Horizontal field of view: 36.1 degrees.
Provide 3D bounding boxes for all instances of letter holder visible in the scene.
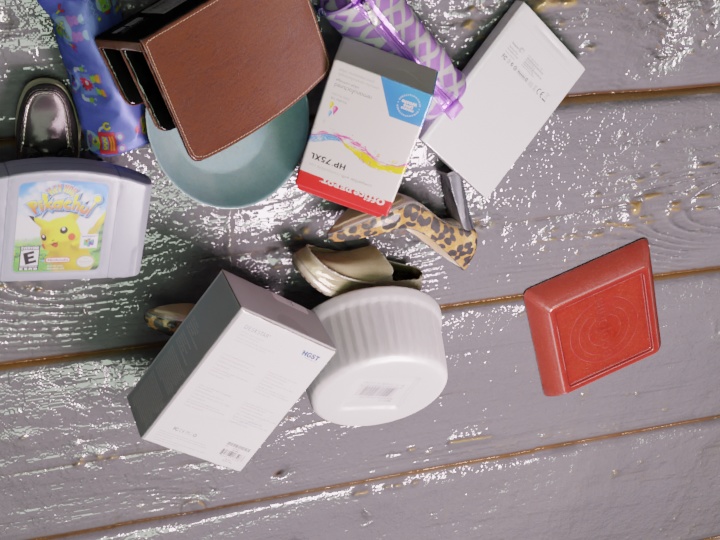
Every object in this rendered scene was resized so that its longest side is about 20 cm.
[{"bbox_3d":[-0.144,-0.219,1.133,0.199,0.100,0.144,-39,123,-27],"label":"letter holder"}]

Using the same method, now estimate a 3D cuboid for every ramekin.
[{"bbox_3d":[0.016,0.114,1.392,0.197,0.099,0.202,-10,147,-6],"label":"ramekin"}]

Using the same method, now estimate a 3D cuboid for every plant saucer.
[{"bbox_3d":[0.343,0.079,1.581,0.197,0.037,0.202,-22,124,-7],"label":"plant saucer"},{"bbox_3d":[-0.150,-0.171,1.222,0.198,0.038,0.205,-5,100,-32],"label":"plant saucer"}]

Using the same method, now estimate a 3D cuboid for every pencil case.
[{"bbox_3d":[0.040,-0.256,1.243,0.084,0.085,0.200,-50,125,-2],"label":"pencil case"},{"bbox_3d":[-0.275,-0.217,1.152,0.078,0.086,0.202,-50,139,-43],"label":"pencil case"}]

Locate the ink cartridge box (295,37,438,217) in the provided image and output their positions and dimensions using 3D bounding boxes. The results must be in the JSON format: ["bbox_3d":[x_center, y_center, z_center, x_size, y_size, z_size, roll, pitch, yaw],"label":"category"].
[{"bbox_3d":[0.000,-0.142,1.233,0.114,0.068,0.202,18,124,-3],"label":"ink cartridge box"}]

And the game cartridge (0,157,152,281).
[{"bbox_3d":[-0.323,-0.054,1.176,0.197,0.040,0.135,-3,119,-29],"label":"game cartridge"}]

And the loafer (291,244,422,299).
[{"bbox_3d":[0.000,0.000,1.387,0.198,0.076,0.069,19,110,-39],"label":"loafer"}]

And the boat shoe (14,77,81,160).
[{"bbox_3d":[-0.338,-0.105,1.198,0.071,0.065,0.203,0,119,-22],"label":"boat shoe"}]

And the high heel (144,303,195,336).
[{"bbox_3d":[-0.199,0.122,1.365,0.198,0.071,0.144,17,105,-38],"label":"high heel"}]

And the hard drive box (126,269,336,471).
[{"bbox_3d":[-0.150,0.121,1.292,0.155,0.077,0.201,28,108,-40],"label":"hard drive box"}]

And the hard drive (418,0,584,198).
[{"bbox_3d":[0.171,-0.205,1.341,0.131,0.027,0.201,36,92,-33],"label":"hard drive"}]

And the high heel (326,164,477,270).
[{"bbox_3d":[0.058,-0.034,1.383,0.198,0.071,0.144,-24,118,-17],"label":"high heel"}]
